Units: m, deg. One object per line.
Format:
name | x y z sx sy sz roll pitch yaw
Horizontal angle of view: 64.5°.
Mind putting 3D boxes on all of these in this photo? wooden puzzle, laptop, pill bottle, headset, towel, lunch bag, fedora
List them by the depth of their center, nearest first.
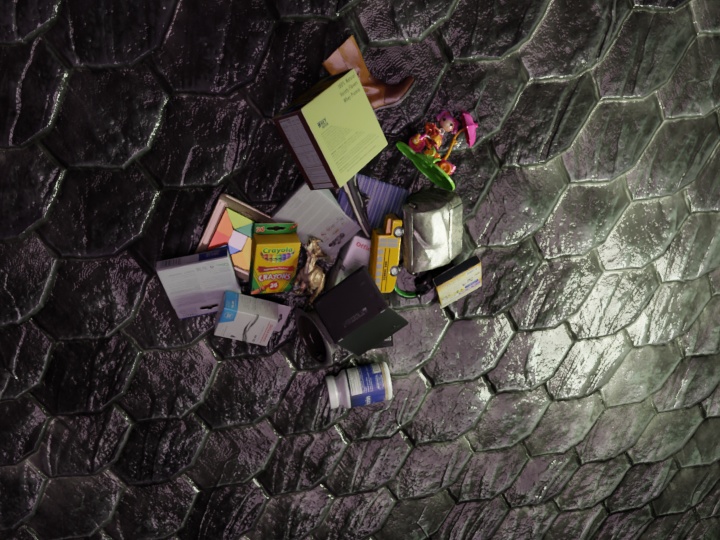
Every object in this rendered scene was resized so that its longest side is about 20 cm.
wooden puzzle | -0.333 -0.082 1.547 0.181 0.037 0.204 24 106 -20
lunch bag | 0.182 -0.110 1.552 0.166 0.137 0.206 -30 129 -39
laptop | 0.002 0.117 1.565 0.185 0.116 0.203 -33 87 15
towel | 0.028 -0.181 1.591 0.194 0.024 0.149 15 105 -19
fedora | -0.110 0.176 1.646 0.089 0.175 0.205 -31 134 -28
headset | 0.180 0.015 1.662 0.195 0.095 0.125 -26 116 11
pill bottle | -0.006 0.356 1.753 0.193 0.116 0.120 -10 114 -6

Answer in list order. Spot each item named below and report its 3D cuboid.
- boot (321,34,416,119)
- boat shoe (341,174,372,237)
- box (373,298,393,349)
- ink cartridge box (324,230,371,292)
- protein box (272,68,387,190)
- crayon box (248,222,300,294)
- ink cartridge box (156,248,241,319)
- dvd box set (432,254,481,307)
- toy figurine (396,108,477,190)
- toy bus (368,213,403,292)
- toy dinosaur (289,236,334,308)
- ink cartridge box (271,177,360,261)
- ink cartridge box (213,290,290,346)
boot | 0.025 -0.500 1.449 0.185 0.069 0.203 -32 108 11
boat shoe | -0.001 -0.188 1.531 0.061 0.073 0.205 -25 107 -4
box | 0.024 0.162 1.653 0.138 0.037 0.203 -8 141 1
ink cartridge box | 0.000 0.000 1.623 0.142 0.086 0.205 19 106 -19
protein box | -0.072 -0.341 1.395 0.199 0.133 0.203 -45 120 -29
crayon box | -0.233 -0.031 1.539 0.123 0.051 0.205 -4 130 -22
ink cartridge box | -0.432 0.038 1.557 0.192 0.041 0.204 -11 136 -6
dvd box set | 0.284 0.035 1.661 0.143 0.030 0.201 -30 156 2
toy figurine | 0.223 -0.351 1.524 0.198 0.150 0.186 37 88 2
toy bus | 0.067 -0.047 1.537 0.075 0.065 0.207 0 112 -11
toy dinosaur | -0.125 0.013 1.580 0.084 0.202 0.137 29 66 16
ink cartridge box | -0.118 -0.140 1.535 0.198 0.058 0.161 36 123 -27
ink cartridge box | -0.302 0.141 1.605 0.194 0.068 0.117 15 130 -20
